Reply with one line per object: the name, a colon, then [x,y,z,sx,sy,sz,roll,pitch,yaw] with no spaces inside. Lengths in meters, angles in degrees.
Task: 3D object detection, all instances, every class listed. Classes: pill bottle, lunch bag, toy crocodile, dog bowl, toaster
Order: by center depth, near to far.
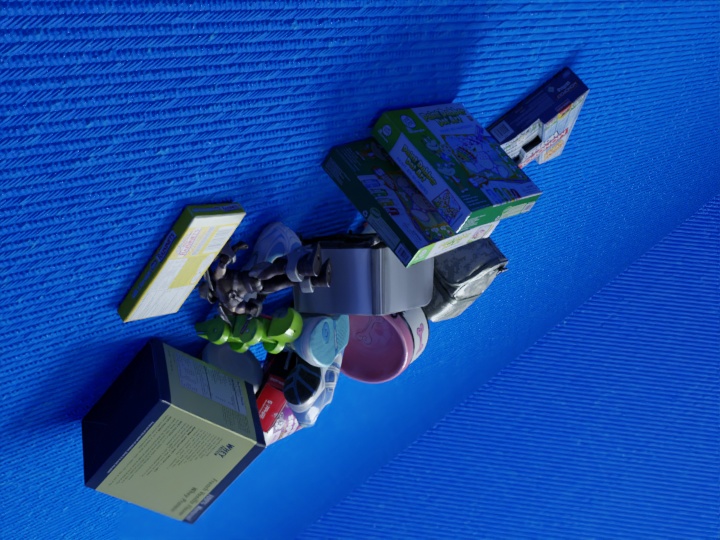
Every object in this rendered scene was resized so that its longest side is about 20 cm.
toy crocodile: [-0.170,0.086,1.632,0.198,0.063,0.067,-3,161,42]
toaster: [0.000,0.000,1.689,0.178,0.121,0.199,0,-175,32]
pill bottle: [-0.254,0.216,1.811,0.112,0.113,0.201,-14,149,-53]
dog bowl: [0.014,0.105,1.859,0.201,0.199,0.074,-55,-179,39]
lunch bag: [0.146,-0.039,1.880,0.168,0.201,0.139,-42,162,28]
pill bottle: [-0.183,0.275,2.089,0.199,0.113,0.113,-20,154,-47]

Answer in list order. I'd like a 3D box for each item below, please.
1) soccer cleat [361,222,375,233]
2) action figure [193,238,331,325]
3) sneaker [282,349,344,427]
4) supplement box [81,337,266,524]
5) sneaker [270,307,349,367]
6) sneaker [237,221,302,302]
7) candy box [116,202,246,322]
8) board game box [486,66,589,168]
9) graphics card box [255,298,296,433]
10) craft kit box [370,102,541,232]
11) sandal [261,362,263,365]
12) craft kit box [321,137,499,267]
soccer cleat: [0.047,-0.060,1.820,0.069,0.078,0.201,-12,147,-54]
action figure: [-0.143,0.012,1.537,0.197,0.070,0.131,-10,138,12]
sneaker: [-0.072,0.167,1.763,0.201,0.074,0.078,-60,148,-48]
supplement box: [-0.284,0.247,1.651,0.198,0.135,0.200,29,115,-34]
sneaker: [-0.099,0.103,1.691,0.128,0.081,0.200,0,-176,14]
sneaker: [-0.145,0.013,1.622,0.071,0.073,0.201,-26,158,-42]
candy box: [-0.239,-0.011,1.453,0.102,0.027,0.201,-7,142,-53]
board game box: [0.307,-0.238,1.948,0.199,0.062,0.200,-38,161,-6]
graphics card box: [-0.133,0.158,1.845,0.126,0.050,0.202,121,-10,-45]
craft kit box: [0.141,-0.154,1.574,0.199,0.198,0.049,-17,149,-50]
sandal: [-0.209,0.220,1.967,0.083,0.050,0.202,-54,169,34]
craft kit box: [0.075,-0.110,1.565,0.196,0.201,0.049,-19,152,-48]
